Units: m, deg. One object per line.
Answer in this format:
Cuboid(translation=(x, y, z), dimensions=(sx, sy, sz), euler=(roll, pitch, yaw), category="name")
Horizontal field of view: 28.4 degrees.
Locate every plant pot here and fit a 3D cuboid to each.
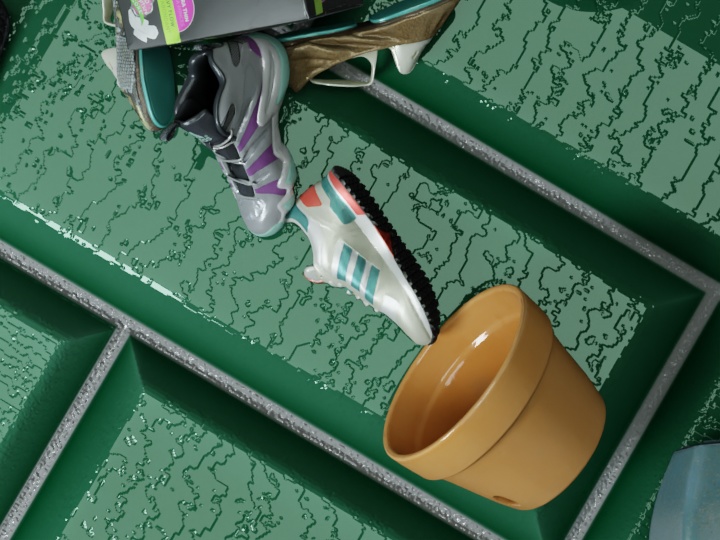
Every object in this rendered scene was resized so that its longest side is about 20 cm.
Cuboid(translation=(0.374, 0.259, 1.347), dimensions=(0.195, 0.196, 0.201), euler=(-5, 80, 0), category="plant pot")
Cuboid(translation=(0.137, 0.133, 1.353), dimensions=(0.140, 0.200, 0.200), euler=(37, 89, -15), category="plant pot")

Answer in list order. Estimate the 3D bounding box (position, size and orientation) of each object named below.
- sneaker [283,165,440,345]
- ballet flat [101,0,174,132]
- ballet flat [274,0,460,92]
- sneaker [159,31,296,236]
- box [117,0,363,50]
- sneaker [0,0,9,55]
Cuboid(translation=(0.000, 0.000, 1.417), dimensions=(0.093, 0.070, 0.200), euler=(-33, 91, 17), category="sneaker")
Cuboid(translation=(-0.225, -0.236, 1.422), dimensions=(0.072, 0.072, 0.201), euler=(-3, 88, 0), category="ballet flat")
Cuboid(translation=(0.011, -0.224, 1.421), dimensions=(0.199, 0.068, 0.073), euler=(-17, 109, -1), category="ballet flat")
Cuboid(translation=(-0.134, -0.123, 1.361), dimensions=(0.078, 0.140, 0.201), euler=(5, 105, 41), category="sneaker")
Cuboid(translation=(-0.121, -0.298, 1.338), dimensions=(0.199, 0.124, 0.149), euler=(-5, 104, 26), category="box")
Cuboid(translation=(-0.418, -0.194, 1.423), dimensions=(0.083, 0.072, 0.201), euler=(23, 87, 24), category="sneaker")
